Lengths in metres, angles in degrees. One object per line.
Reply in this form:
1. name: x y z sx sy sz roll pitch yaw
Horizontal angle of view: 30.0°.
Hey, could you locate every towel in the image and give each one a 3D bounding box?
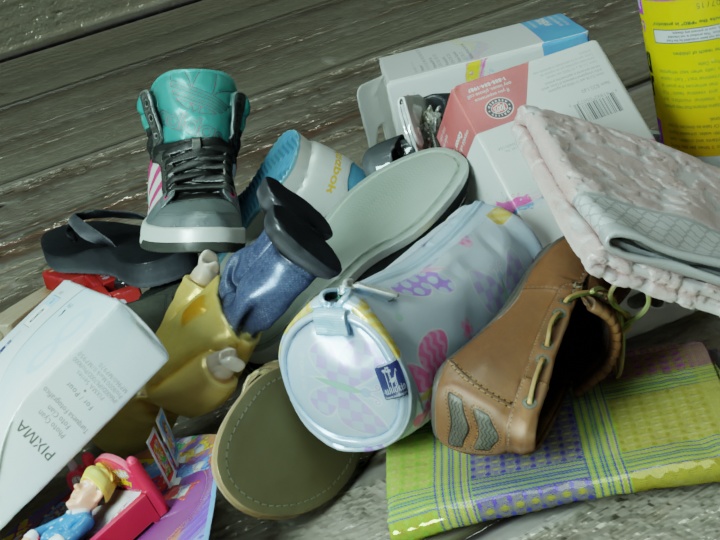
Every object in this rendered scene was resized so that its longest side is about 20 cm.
1. towel: 0.111 0.089 0.720 0.198 0.023 0.144 -12 20 7
2. towel: 0.195 -0.027 0.776 0.198 0.032 0.192 17 25 -15

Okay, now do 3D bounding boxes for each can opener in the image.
1. can opener: 0.046 -0.106 1.014 0.066 0.053 0.200 -18 5 18

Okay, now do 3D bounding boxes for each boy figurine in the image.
1. boy figurine: -0.098 0.035 0.819 0.200 0.064 0.125 -43 31 20

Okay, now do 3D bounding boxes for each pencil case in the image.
1. pencil case: 0.036 0.027 0.776 0.083 0.092 0.200 -15 9 36

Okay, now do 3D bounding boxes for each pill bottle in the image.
1. pill bottle: 0.260 -0.134 0.961 0.103 0.202 0.104 -12 19 4

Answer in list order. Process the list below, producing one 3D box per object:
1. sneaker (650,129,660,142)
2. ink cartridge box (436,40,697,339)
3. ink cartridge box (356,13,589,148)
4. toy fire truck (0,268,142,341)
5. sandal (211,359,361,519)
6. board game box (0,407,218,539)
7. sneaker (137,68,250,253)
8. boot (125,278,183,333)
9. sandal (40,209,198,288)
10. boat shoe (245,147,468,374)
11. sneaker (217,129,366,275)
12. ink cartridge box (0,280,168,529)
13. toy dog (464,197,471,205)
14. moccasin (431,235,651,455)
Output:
1. sneaker: 0.160 -0.095 1.054 0.198 0.075 0.115 14 2 -27
2. ink cartridge box: 0.146 -0.040 0.889 0.115 0.201 0.068 -19 -22 -16
3. ink cartridge box: 0.102 -0.133 1.177 0.198 0.130 0.125 -13 19 2
4. toy fire truck: -0.256 0.030 1.093 0.140 0.049 0.200 -21 21 -17
5. sandal: -0.037 0.084 0.788 0.069 0.078 0.212 -31 10 40
6. board game box: -0.151 0.133 0.695 0.157 0.039 0.200 -26 18 8
7. sneaker: -0.115 -0.080 0.950 0.083 0.122 0.200 0 11 -13
8. boot: -0.111 0.040 0.922 0.129 0.068 0.200 -12 16 25
9. sandal: -0.188 -0.026 1.054 0.076 0.043 0.199 -25 20 -34
10. boat shoe: 0.000 0.000 0.889 0.200 0.061 0.076 -40 42 -10
11. sneaker: -0.062 -0.025 1.022 0.200 0.080 0.077 -41 31 52
12. ink cartridge box: -0.209 0.092 0.756 0.200 0.047 0.160 -44 19 -14
13. toy dog: 0.049 -0.027 1.020 0.131 0.097 0.200 -19 5 -7
14. moccasin: 0.113 0.035 0.729 0.077 0.074 0.201 14 27 27
